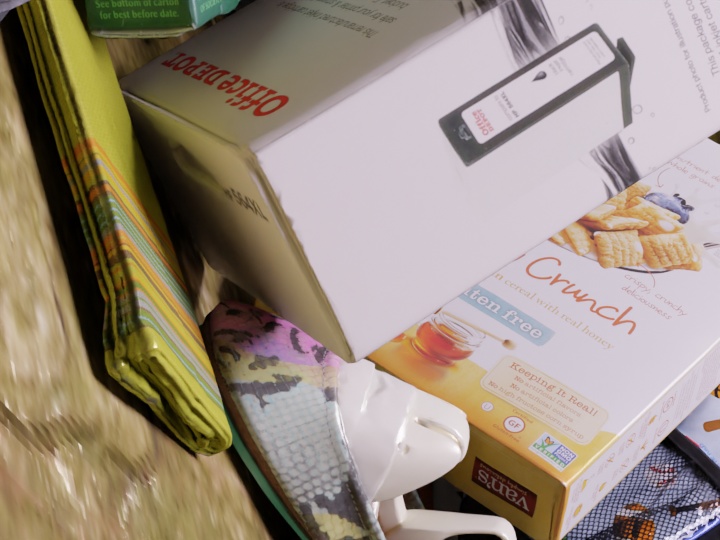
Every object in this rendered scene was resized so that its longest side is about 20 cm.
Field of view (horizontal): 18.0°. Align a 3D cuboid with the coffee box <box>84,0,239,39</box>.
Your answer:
[{"bbox_3d":[-0.061,-0.190,0.747,0.123,0.044,0.201,-46,132,-59],"label":"coffee box"}]

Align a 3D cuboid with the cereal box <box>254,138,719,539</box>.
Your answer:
[{"bbox_3d":[0.075,0.004,0.869,0.144,0.200,0.040,31,-43,24],"label":"cereal box"}]

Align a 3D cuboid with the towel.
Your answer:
[{"bbox_3d":[-0.084,-0.041,0.717,0.086,0.018,0.201,62,7,-63],"label":"towel"}]

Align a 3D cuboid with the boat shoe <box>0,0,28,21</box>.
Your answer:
[{"bbox_3d":[-0.112,-0.090,0.494,0.199,0.066,0.075,42,27,-71],"label":"boat shoe"}]

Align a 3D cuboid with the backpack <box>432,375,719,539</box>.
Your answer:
[{"bbox_3d":[0.126,0.112,0.914,0.154,0.190,0.200,56,-19,33],"label":"backpack"}]

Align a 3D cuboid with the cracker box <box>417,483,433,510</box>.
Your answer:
[{"bbox_3d":[0.000,0.000,0.978,0.134,0.057,0.201,51,18,-58],"label":"cracker box"}]

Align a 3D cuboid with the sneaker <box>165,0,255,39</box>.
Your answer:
[{"bbox_3d":[-0.061,-0.164,0.870,0.060,0.104,0.200,-95,160,-58],"label":"sneaker"}]

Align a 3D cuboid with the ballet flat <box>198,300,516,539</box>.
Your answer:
[{"bbox_3d":[0.015,0.089,0.784,0.201,0.071,0.069,64,22,-15],"label":"ballet flat"}]

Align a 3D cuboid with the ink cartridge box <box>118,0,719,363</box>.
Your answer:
[{"bbox_3d":[0.034,-0.067,0.779,0.085,0.200,0.146,63,-14,-22],"label":"ink cartridge box"}]
